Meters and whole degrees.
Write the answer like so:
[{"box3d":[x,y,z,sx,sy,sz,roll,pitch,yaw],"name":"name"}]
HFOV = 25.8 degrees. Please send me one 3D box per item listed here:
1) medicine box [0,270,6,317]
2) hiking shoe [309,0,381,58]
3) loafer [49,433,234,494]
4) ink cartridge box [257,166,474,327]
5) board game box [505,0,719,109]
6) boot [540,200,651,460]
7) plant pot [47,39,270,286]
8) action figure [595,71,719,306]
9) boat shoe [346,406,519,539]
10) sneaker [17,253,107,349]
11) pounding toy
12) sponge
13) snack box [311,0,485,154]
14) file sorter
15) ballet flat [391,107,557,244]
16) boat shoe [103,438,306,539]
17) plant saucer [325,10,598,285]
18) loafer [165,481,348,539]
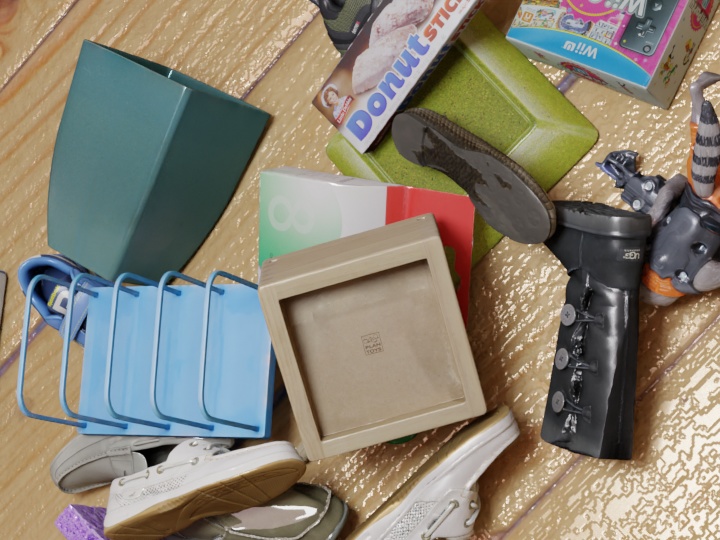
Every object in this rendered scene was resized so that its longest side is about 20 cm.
[{"box3d":[-0.485,0.079,1.631,0.199,0.103,0.183,0,78,26],"name":"medicine box"},{"box3d":[0.035,-0.256,1.419,0.199,0.076,0.101,-26,111,37],"name":"hiking shoe"},{"box3d":[-0.207,0.172,1.486,0.199,0.070,0.070,-26,57,19],"name":"loafer"},{"box3d":[0.000,0.000,1.403,0.199,0.050,0.162,12,108,30],"name":"ink cartridge box"},{"box3d":[0.238,-0.261,1.369,0.147,0.064,0.201,25,91,30],"name":"board game box"},{"box3d":[0.180,0.046,1.320,0.165,0.065,0.201,-154,64,-69],"name":"boot"},{"box3d":[-0.212,-0.095,1.518,0.141,0.141,0.201,27,98,29],"name":"plant pot"},{"box3d":[0.257,-0.061,1.279,0.200,0.104,0.194,36,120,33],"name":"action figure"},{"box3d":[0.071,0.199,1.338,0.069,0.071,0.200,46,107,3],"name":"boat shoe"},{"box3d":[-0.260,0.048,1.537,0.199,0.082,0.074,32,92,27],"name":"sneaker"},{"box3d":[0.002,0.074,1.353,0.183,0.142,0.201,-15,103,3],"name":"pounding toy"},{"box3d":[-0.181,0.284,1.423,0.200,0.111,0.030,41,98,28],"name":"sponge"},{"box3d":[0.038,-0.200,1.383,0.072,0.024,0.200,45,118,15],"name":"snack box"},{"box3d":[-0.190,0.072,1.400,0.199,0.123,0.140,-2,77,25],"name":"file sorter"},{"box3d":[0.102,-0.086,1.335,0.200,0.046,0.068,37,133,41],"name":"ballet flat"},{"box3d":[-0.141,0.177,1.370,0.199,0.071,0.070,-21,56,19],"name":"boat shoe"},{"box3d":[0.079,-0.121,1.425,0.200,0.048,0.200,-46,63,11],"name":"plant saucer"},{"box3d":[-0.106,0.215,1.412,0.199,0.070,0.075,-4,41,27],"name":"loafer"}]
